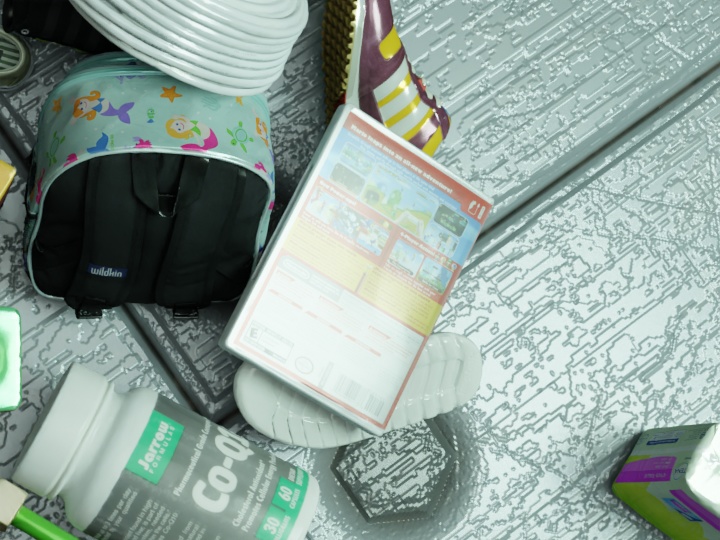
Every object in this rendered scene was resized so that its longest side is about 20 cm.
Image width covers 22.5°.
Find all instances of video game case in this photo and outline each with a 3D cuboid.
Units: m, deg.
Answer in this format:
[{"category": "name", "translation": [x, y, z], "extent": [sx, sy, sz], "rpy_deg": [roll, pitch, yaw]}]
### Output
[{"category": "video game case", "translation": [0.000, 0.000, 1.314], "extent": [0.143, 0.017, 0.200], "rpy_deg": [32, 76, -22]}]

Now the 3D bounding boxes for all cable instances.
[{"category": "cable", "translation": [-0.123, -0.206, 1.208], "extent": [0.200, 0.200, 0.069], "rpy_deg": [33, 118, -16]}]

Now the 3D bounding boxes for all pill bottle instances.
[{"category": "pill bottle", "translation": [-0.140, 0.154, 1.294], "extent": [0.200, 0.113, 0.113], "rpy_deg": [29, 79, -10]}]

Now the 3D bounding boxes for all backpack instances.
[{"category": "backpack", "translation": [-0.147, -0.069, 1.270], "extent": [0.177, 0.200, 0.151], "rpy_deg": [2, 65, -12]}]

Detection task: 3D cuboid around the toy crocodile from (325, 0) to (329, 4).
[{"category": "toy crocodile", "translation": [-0.041, -0.270, 1.387], "extent": [0.067, 0.062, 0.200], "rpy_deg": [-27, 87, -13]}]

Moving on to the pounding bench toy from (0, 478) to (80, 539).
[{"category": "pounding bench toy", "translation": [-0.197, 0.251, 1.267], "extent": [0.156, 0.124, 0.201], "rpy_deg": [6, 84, -13]}]

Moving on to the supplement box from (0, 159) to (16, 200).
[{"category": "supplement box", "translation": [-0.341, -0.007, 1.216], "extent": [0.133, 0.200, 0.198], "rpy_deg": [31, 79, -10]}]

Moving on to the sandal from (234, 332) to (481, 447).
[{"category": "sandal", "translation": [-0.004, 0.087, 1.363], "extent": [0.202, 0.050, 0.083], "rpy_deg": [-2, 100, -26]}]

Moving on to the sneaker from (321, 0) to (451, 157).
[{"category": "sneaker", "translation": [0.023, -0.136, 1.361], "extent": [0.090, 0.075, 0.200], "rpy_deg": [-6, 115, -16]}]

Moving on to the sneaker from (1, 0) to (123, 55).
[{"category": "sneaker", "translation": [-0.218, -0.194, 1.301], "extent": [0.083, 0.072, 0.200], "rpy_deg": [-32, 134, 7]}]

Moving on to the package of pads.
[{"category": "package of pads", "translation": [0.303, 0.194, 1.374], "extent": [0.200, 0.154, 0.068], "rpy_deg": [35, 76, -7]}]

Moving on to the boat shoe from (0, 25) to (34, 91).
[{"category": "boat shoe", "translation": [-0.333, -0.179, 1.304], "extent": [0.200, 0.062, 0.072], "rpy_deg": [12, 83, -12]}]

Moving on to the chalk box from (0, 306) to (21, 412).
[{"category": "chalk box", "translation": [-0.298, 0.053, 1.054], "extent": [0.199, 0.124, 0.125], "rpy_deg": [0, 86, -13]}]
